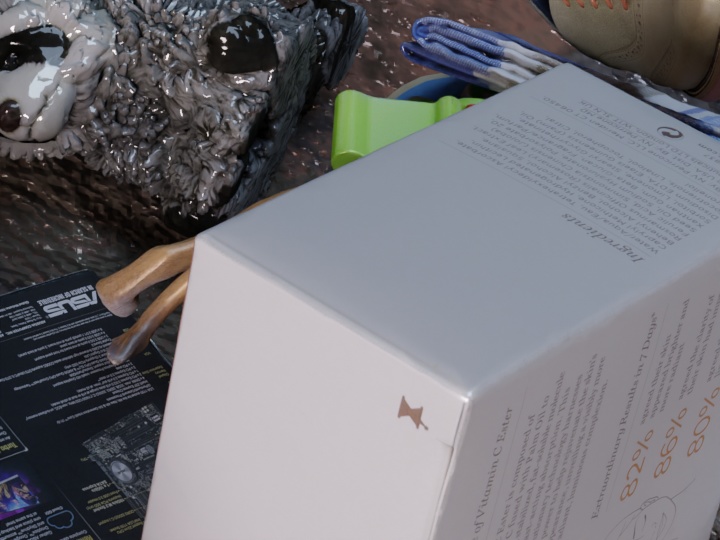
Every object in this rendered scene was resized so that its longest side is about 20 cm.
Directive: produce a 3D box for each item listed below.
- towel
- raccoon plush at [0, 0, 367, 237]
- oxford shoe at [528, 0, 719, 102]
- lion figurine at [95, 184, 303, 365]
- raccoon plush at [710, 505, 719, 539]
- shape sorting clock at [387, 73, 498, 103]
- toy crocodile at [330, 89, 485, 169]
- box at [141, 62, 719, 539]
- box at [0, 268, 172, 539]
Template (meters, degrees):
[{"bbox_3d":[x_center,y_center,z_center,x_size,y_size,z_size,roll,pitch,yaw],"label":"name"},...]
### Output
[{"bbox_3d":[0.130,-0.065,1.200,0.200,0.024,0.147,23,10,23],"label":"towel"},{"bbox_3d":[-0.089,-0.081,1.142,0.134,0.097,0.200,22,12,9],"label":"raccoon plush"},{"bbox_3d":[0.112,-0.108,1.153,0.074,0.071,0.200,13,-3,-8],"label":"oxford shoe"},{"bbox_3d":[0.000,0.000,1.014,0.073,0.122,0.200,60,22,10],"label":"lion figurine"},{"bbox_3d":[0.134,0.026,1.063,0.134,0.200,0.097,-15,41,2],"label":"raccoon plush"},{"bbox_3d":[0.092,-0.015,1.205,0.200,0.039,0.200,17,40,-15],"label":"shape sorting clock"},{"bbox_3d":[0.081,-0.026,1.133,0.200,0.062,0.068,21,45,-12],"label":"toy crocodile"},{"bbox_3d":[0.037,0.043,0.928,0.106,0.152,0.200,31,35,27],"label":"box"},{"bbox_3d":[-0.124,0.089,0.950,0.200,0.044,0.160,-20,59,-44],"label":"box"}]
